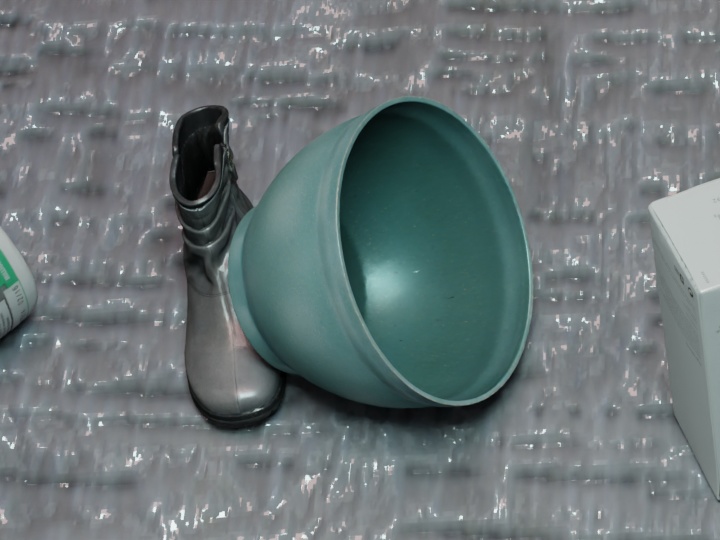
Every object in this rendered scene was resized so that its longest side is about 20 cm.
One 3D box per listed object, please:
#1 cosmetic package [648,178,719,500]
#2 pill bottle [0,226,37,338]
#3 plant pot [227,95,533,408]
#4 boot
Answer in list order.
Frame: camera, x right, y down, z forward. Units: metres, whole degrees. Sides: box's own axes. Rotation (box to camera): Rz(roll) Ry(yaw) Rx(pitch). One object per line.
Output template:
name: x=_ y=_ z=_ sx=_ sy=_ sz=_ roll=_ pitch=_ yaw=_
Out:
cosmetic package: x=0.244 y=0.036 z=1.744 sx=0.108 sy=0.200 sz=0.085 roll=-19 pitch=48 yaw=-7
pill bottle: x=-0.326 y=0.041 z=1.940 sx=0.200 sy=0.113 sz=0.113 roll=-40 pitch=52 yaw=-21
plant pot: x=0.000 y=0.000 z=1.863 sx=0.134 sy=0.200 sz=0.200 roll=-15 pitch=40 yaw=38
boot: x=-0.099 y=-0.005 z=1.912 sx=0.070 sy=0.132 sz=0.200 roll=-13 pitch=47 yaw=1
